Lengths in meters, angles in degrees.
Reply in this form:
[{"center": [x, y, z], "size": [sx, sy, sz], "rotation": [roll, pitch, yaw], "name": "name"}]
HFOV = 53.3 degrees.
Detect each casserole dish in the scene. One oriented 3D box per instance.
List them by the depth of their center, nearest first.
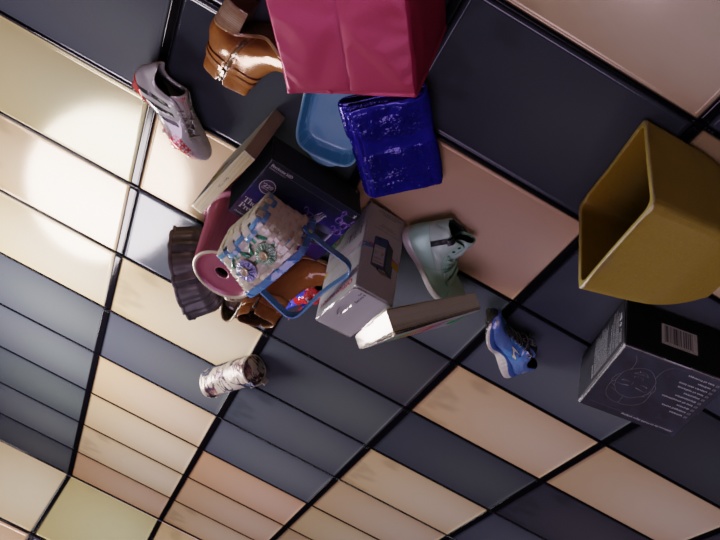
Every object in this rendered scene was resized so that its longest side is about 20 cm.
[{"center": [-0.040, -0.262, 1.206], "size": [0.120, 0.039, 0.201], "rotation": [23, 139, 1], "name": "casserole dish"}]

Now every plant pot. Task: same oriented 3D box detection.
[{"center": [0.464, -0.063, 1.078], "size": [0.198, 0.196, 0.196], "rotation": [21, 139, -5], "name": "plant pot"}, {"center": [-0.233, -0.052, 1.402], "size": [0.197, 0.180, 0.201], "rotation": [12, 138, 11], "name": "plant pot"}]

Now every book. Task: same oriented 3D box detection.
[{"center": [0.104, 0.093, 1.318], "size": [0.133, 0.198, 0.049], "rotation": [-38, 68, 57], "name": "book"}]

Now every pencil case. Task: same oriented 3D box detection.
[{"center": [-0.332, 0.279, 1.860], "size": [0.199, 0.078, 0.090], "rotation": [-20, 103, 37], "name": "pencil case"}]

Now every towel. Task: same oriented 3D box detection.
[{"center": [0.054, -0.205, 1.179], "size": [0.146, 0.050, 0.201], "rotation": [-8, 139, 11], "name": "towel"}]

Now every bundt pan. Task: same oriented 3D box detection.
[{"center": [-0.336, -0.001, 1.503], "size": [0.075, 0.203, 0.203], "rotation": [-10, 133, 1], "name": "bundt pan"}]

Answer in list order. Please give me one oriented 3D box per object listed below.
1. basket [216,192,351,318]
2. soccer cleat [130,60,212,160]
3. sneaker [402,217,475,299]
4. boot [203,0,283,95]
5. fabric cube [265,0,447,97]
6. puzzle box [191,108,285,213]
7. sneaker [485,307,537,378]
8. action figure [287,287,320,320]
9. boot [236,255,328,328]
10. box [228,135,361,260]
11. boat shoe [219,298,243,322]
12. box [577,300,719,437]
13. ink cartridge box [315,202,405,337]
[{"center": [-0.138, -0.017, 1.249], "size": [0.199, 0.140, 0.176], "rotation": [38, 122, -21], "name": "basket"}, {"center": [-0.327, -0.285, 1.292], "size": [0.085, 0.069, 0.201], "rotation": [-13, 122, 39], "name": "soccer cleat"}, {"center": [0.173, -0.011, 1.339], "size": [0.117, 0.074, 0.201], "rotation": [-14, 126, 35], "name": "sneaker"}, {"center": [-0.162, -0.334, 1.162], "size": [0.200, 0.074, 0.155], "rotation": [43, 138, 1], "name": "boot"}, {"center": [-0.003, -0.373, 0.959], "size": [0.197, 0.197, 0.201], "rotation": [6, 137, 17], "name": "fabric cube"}, {"center": [-0.220, -0.194, 1.286], "size": [0.025, 0.134, 0.199], "rotation": [40, 137, -17], "name": "puzzle box"}, {"center": [0.307, 0.140, 1.445], "size": [0.088, 0.079, 0.201], "rotation": [-12, 136, 24], "name": "sneaker"}, {"center": [-0.156, 0.067, 1.590], "size": [0.198, 0.052, 0.066], "rotation": [-13, 123, 31], "name": "action figure"}, {"center": [-0.155, 0.046, 1.484], "size": [0.197, 0.156, 0.077], "rotation": [2, 134, 22], "name": "boot"}, {"center": [-0.117, -0.126, 1.297], "size": [0.199, 0.079, 0.141], "rotation": [30, 122, -27], "name": "box"}, {"center": [-0.278, 0.043, 1.603], "size": [0.071, 0.065, 0.201], "rotation": [25, 138, -2], "name": "boat shoe"}, {"center": [0.541, 0.184, 1.338], "size": [0.198, 0.125, 0.198], "rotation": [20, 137, 3], "name": "box"}, {"center": [0.000, 0.000, 1.329], "size": [0.087, 0.202, 0.145], "rotation": [29, 138, -20], "name": "ink cartridge box"}]
